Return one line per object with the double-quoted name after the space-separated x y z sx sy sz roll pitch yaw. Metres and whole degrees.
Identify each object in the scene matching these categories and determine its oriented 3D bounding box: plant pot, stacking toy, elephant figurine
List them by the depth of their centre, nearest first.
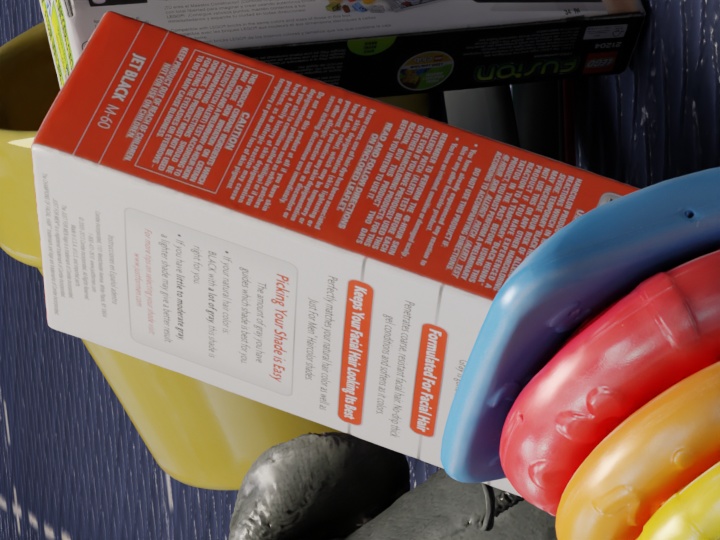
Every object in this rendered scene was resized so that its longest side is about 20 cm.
0.116 0.080 0.725 0.200 0.116 0.110 58 154 28 "stacking toy"
-0.001 0.132 1.028 0.142 0.200 0.155 -143 48 -69 "elephant figurine"
-0.054 -0.018 1.210 0.201 0.200 0.189 -134 24 -65 "plant pot"

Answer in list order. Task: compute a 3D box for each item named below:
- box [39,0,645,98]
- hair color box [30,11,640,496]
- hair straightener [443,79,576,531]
-0.012 -0.111 0.967 0.035 0.200 0.110 105 154 -53 "box"
0.000 0.000 0.889 0.111 0.200 0.064 96 -163 -58 "hair color box"
0.038 -0.007 0.988 0.041 0.077 0.200 -26 57 54 "hair straightener"
